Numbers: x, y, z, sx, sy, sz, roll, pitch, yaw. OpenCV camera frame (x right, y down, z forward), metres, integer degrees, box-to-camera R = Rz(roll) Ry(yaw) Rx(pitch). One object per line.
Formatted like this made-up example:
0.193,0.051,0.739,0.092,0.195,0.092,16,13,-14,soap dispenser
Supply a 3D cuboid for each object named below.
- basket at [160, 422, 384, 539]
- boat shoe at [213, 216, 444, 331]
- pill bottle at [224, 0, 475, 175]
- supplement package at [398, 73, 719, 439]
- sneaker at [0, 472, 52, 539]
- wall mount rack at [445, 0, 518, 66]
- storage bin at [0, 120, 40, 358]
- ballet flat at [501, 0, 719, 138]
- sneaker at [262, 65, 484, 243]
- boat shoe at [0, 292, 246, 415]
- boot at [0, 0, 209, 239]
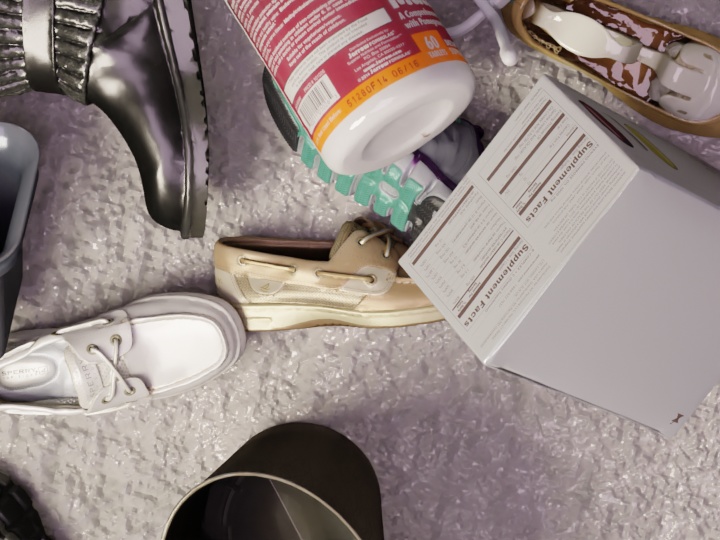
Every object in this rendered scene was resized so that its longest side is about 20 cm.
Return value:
-0.048,0.182,1.682,0.136,0.200,0.180,-27,102,9,basket
0.000,0.000,1.700,0.200,0.071,0.065,-5,105,6,boat shoe
-0.021,-0.169,1.610,0.110,0.110,0.200,-34,75,11,pill bottle
0.158,-0.005,1.616,0.200,0.111,0.156,23,110,-45,supplement package
-0.230,0.230,1.783,0.079,0.075,0.200,-36,93,25,sneaker
0.108,-0.213,1.599,0.200,0.075,0.174,-42,57,11,wall mount rack
-0.310,-0.022,1.687,0.200,0.146,0.134,5,141,2,storage bin
0.182,-0.134,1.657,0.200,0.063,0.069,22,103,-2,ballet flat
0.027,-0.084,1.691,0.200,0.088,0.074,42,144,10,sneaker
-0.174,0.066,1.709,0.200,0.069,0.071,-14,102,21,boat shoe
-0.182,-0.117,1.676,0.158,0.079,0.211,-8,93,-1,boot
